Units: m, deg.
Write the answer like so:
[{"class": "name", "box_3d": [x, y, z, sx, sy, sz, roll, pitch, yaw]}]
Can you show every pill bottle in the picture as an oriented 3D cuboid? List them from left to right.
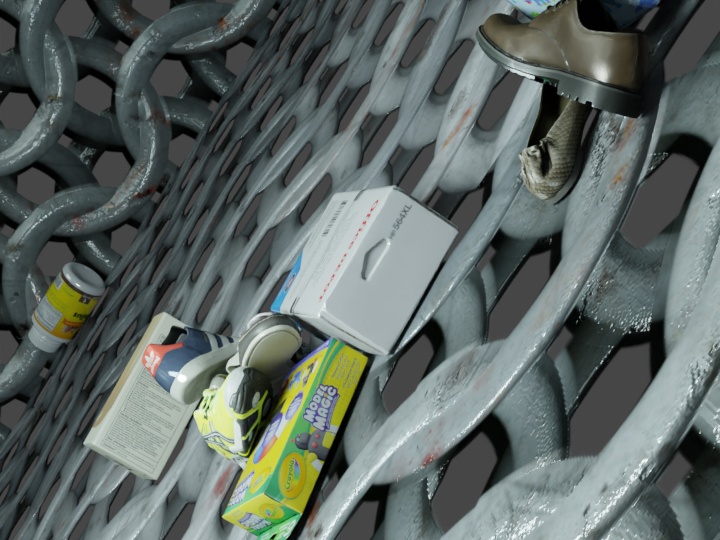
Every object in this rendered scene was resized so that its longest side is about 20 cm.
[{"class": "pill bottle", "box_3d": [-0.675, 0.088, 3.513, 0.200, 0.109, 0.109, -54, 15, 18]}]

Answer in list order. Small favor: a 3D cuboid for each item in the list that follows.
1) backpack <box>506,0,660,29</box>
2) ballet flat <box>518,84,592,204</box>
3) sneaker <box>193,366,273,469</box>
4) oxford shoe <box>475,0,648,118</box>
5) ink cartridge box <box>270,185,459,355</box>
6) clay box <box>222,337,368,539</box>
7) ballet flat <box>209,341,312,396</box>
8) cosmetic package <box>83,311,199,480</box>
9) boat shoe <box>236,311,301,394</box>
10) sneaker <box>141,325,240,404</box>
[{"class": "backpack", "box_3d": [0.180, -0.297, 1.291, 0.147, 0.200, 0.183, -61, 15, -20]}, {"class": "ballet flat", "box_3d": [0.168, -0.137, 1.321, 0.067, 0.046, 0.200, -42, 22, 46]}, {"class": "sneaker", "box_3d": [-0.133, 0.149, 1.548, 0.200, 0.076, 0.076, 98, -164, -63]}, {"class": "oxford shoe", "box_3d": [0.170, -0.189, 1.267, 0.200, 0.072, 0.085, 31, 110, 50]}, {"class": "ink cartridge box", "box_3d": [0.000, 0.000, 1.522, 0.146, 0.084, 0.200, -60, 15, -7]}, {"class": "clay box", "box_3d": [-0.068, 0.171, 1.470, 0.115, 0.048, 0.200, -39, 22, 58]}, {"class": "ballet flat", "box_3d": [-0.129, 0.129, 1.720, 0.200, 0.072, 0.072, -47, 19, 39]}, {"class": "cosmetic package", "box_3d": [-0.272, 0.167, 2.047, 0.200, 0.105, 0.071, -61, 15, -16]}, {"class": "boat shoe", "box_3d": [-0.095, 0.074, 1.552, 0.067, 0.057, 0.200, -24, -19, -7]}, {"class": "sneaker", "box_3d": [-0.180, 0.094, 1.787, 0.075, 0.084, 0.200, -61, -18, 16]}]
